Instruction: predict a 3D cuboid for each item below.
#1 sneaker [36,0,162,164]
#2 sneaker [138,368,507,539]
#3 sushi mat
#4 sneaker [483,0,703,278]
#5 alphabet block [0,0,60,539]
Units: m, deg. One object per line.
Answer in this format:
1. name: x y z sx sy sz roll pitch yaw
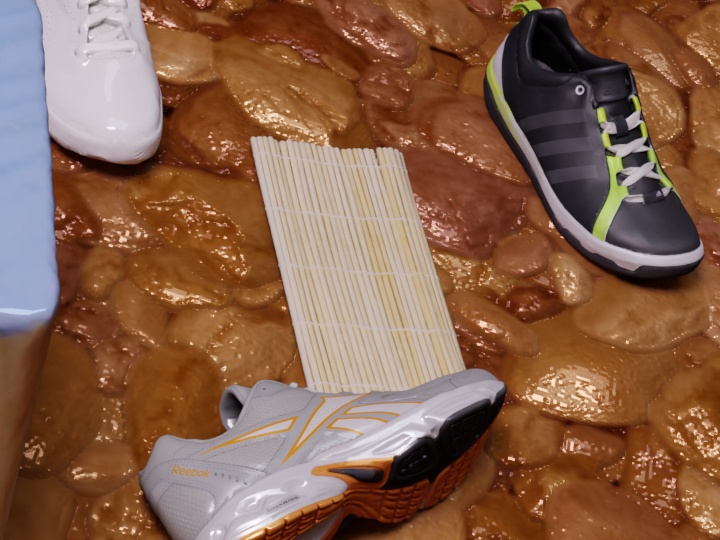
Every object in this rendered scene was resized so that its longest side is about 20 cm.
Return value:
1. sneaker: -0.151 -0.151 1.006 0.075 0.089 0.201 0 48 -24
2. sneaker: -0.016 0.078 0.853 0.199 0.076 0.092 -22 54 -38
3. sushi mat: 0.000 0.000 0.977 0.095 0.012 0.201 2 48 -20
4. sneaker: 0.138 -0.082 1.061 0.071 0.083 0.200 -16 56 -33
5. alphabet block: -0.236 0.007 0.738 0.194 0.201 0.197 5 46 -17
